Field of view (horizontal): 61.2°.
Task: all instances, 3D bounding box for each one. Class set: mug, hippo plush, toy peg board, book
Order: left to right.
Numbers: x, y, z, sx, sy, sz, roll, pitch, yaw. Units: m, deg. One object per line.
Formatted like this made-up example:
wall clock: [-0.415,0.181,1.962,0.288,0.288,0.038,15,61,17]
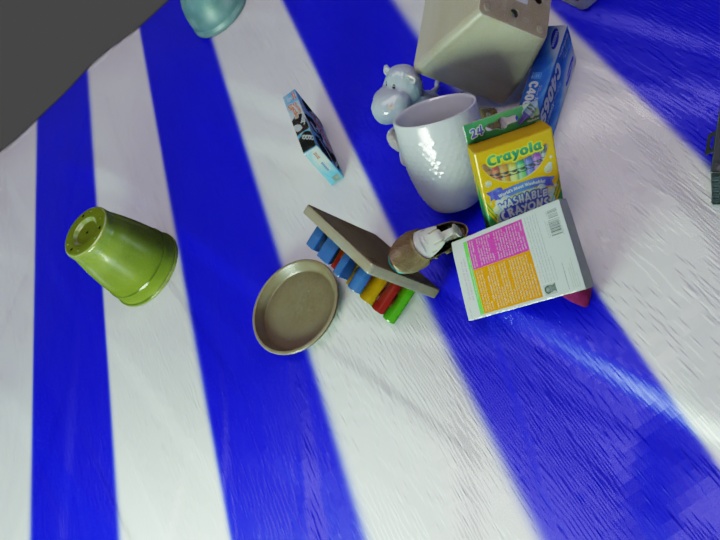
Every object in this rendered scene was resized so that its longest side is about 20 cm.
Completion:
toy peg board: [0.000,0.000,1.065,0.200,0.198,0.098,43,105,39]
hippo plush: [0.112,-0.315,1.174,0.159,0.161,0.201,36,89,41]
mug: [0.168,-0.196,1.055,0.199,0.177,0.147,11,40,43]
book: [0.240,-0.012,0.935,0.199,0.048,0.135,-22,81,43]

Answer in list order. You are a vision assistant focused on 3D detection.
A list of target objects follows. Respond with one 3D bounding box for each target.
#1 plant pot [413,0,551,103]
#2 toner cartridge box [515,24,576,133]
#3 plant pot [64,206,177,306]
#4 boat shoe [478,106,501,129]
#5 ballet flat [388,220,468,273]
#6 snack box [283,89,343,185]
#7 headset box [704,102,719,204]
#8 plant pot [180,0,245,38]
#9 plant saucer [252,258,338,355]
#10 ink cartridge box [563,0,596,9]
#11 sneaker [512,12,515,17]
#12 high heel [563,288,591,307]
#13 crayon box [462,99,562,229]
plant pot: [0.232,-0.451,1.088,0.177,0.197,0.203,160,122,-70]
toner cartridge box: [0.336,-0.329,1.097,0.043,0.095,0.202,10,71,33]
plant pot: [-0.570,-0.046,1.424,0.198,0.193,0.203,-15,57,24]
boat shoe: [0.248,-0.229,1.116,0.062,0.074,0.202,-7,50,-8]
ballet flat: [0.123,-0.048,1.017,0.072,0.199,0.068,-33,81,39]
snack box: [-0.103,-0.291,1.327,0.037,0.116,0.201,-30,53,12]
headset box: [0.600,-0.186,0.860,0.198,0.093,0.176,5,68,33]
plant pot: [-0.462,-0.824,1.826,0.198,0.134,0.203,-14,59,24]
plant saucer: [-0.125,0.073,1.196,0.198,0.029,0.202,-15,58,25]
ink cartridge box: [0.395,-0.623,1.157,0.083,0.200,0.147,-40,51,1]
sneaker: [0.234,-0.482,1.258,0.198,0.072,0.084,-13,60,25]
high heel: [0.277,0.005,0.985,0.067,0.097,0.199,-26,21,-27]
crayon box: [0.247,-0.149,0.969,0.124,0.202,0.052,-18,26,4]
